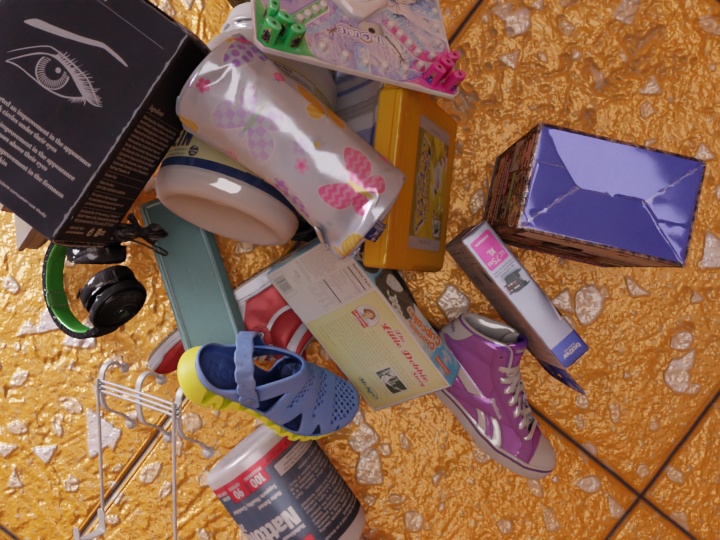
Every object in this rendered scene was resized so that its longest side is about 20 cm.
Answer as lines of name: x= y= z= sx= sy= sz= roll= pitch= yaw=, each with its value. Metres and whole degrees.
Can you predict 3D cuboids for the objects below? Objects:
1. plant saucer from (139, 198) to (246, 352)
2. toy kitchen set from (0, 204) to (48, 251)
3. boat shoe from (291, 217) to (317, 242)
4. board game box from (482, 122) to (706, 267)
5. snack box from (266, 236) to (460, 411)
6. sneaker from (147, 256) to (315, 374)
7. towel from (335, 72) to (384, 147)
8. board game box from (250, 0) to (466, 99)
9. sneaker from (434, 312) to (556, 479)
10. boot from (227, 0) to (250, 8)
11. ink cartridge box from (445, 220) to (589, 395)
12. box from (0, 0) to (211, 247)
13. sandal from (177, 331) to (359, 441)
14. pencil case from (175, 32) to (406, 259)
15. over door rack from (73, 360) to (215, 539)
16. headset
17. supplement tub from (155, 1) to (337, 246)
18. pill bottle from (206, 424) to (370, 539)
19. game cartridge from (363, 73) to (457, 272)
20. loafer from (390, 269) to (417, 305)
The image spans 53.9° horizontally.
plant saucer: x=-0.177 y=0.009 z=0.755 sx=0.069 sy=0.019 sz=0.203 roll=-20 pitch=80 yaw=-2
toy kitchen set: x=-0.268 y=-0.102 z=0.760 sx=0.199 sy=0.179 sz=0.165 roll=-38 pitch=57 yaw=36
boat shoe: x=-0.129 y=-0.078 z=0.793 sx=0.197 sy=0.062 sz=0.076 roll=16 pitch=93 yaw=1
board game box: x=0.222 y=-0.067 z=0.722 sx=0.157 sy=0.200 sz=0.099 roll=13 pitch=90 yaw=-1
snack box: x=0.003 y=0.053 z=0.746 sx=0.115 sy=0.037 sz=0.201 roll=-26 pitch=107 yaw=40
sneaker: x=-0.133 y=0.084 z=0.791 sx=0.199 sy=0.071 sz=0.113 roll=-34 pitch=88 yaw=-1
towel: x=-0.012 y=-0.196 z=0.745 sx=0.024 sy=0.146 sz=0.204 roll=14 pitch=78 yaw=-38
board game box: x=-0.004 y=-0.262 z=0.644 sx=0.197 sy=0.026 sz=0.203 roll=7 pitch=60 yaw=-27
sneaker: x=0.160 y=0.133 z=0.769 sx=0.200 sy=0.073 sz=0.114 roll=43 pitch=121 yaw=-1
boot: x=-0.087 y=-0.346 z=0.721 sx=0.155 sy=0.200 sz=0.073 roll=-44 pitch=73 yaw=-1
ink cartridge box: x=0.173 y=0.038 z=0.764 sx=0.042 sy=0.119 sz=0.201 roll=-37 pitch=90 yaw=-1
box: x=-0.237 y=-0.144 z=0.594 sx=0.147 sy=0.104 sz=0.201 roll=36 pitch=92 yaw=2
sandal: x=-0.077 y=0.114 z=0.707 sx=0.198 sy=0.087 sz=0.081 roll=20 pitch=48 yaw=-33
pencil case: x=-0.056 y=-0.100 z=0.589 sx=0.199 sy=0.083 sz=0.091 roll=41 pitch=114 yaw=-4
over door rack: x=-0.231 y=0.209 z=0.761 sx=0.146 sy=0.066 sz=0.204 roll=7 pitch=88 yaw=36
headset: x=-0.283 y=-0.001 z=0.754 sx=0.198 sy=0.094 sz=0.125 roll=-26 pitch=80 yaw=28
supplement tub: x=-0.105 y=-0.142 z=0.702 sx=0.143 sy=0.145 sz=0.203 roll=16 pitch=76 yaw=0
pill bottle: x=-0.064 y=0.267 z=0.770 sx=0.119 sy=0.120 sz=0.201 roll=-37 pitch=91 yaw=1
game cartridge: x=0.056 y=-0.088 z=0.725 sx=0.032 sy=0.200 sz=0.180 roll=6 pitch=91 yaw=19
loafer: x=0.000 y=0.000 z=0.772 sx=0.069 sy=0.075 sz=0.202 roll=-28 pitch=107 yaw=8
